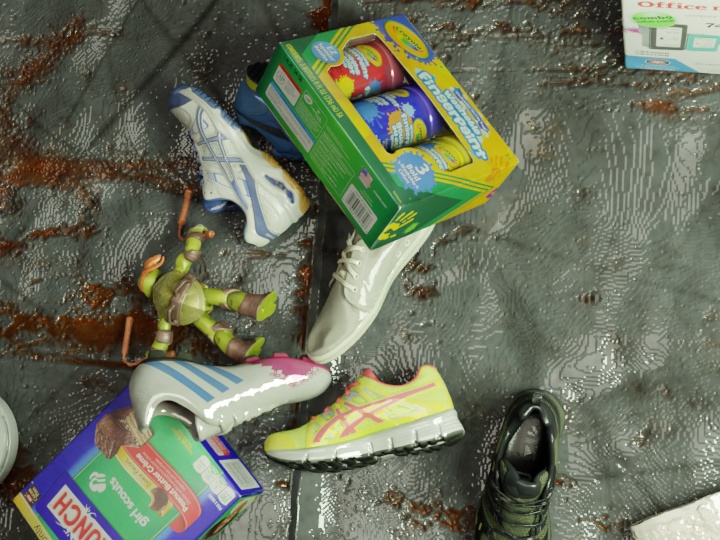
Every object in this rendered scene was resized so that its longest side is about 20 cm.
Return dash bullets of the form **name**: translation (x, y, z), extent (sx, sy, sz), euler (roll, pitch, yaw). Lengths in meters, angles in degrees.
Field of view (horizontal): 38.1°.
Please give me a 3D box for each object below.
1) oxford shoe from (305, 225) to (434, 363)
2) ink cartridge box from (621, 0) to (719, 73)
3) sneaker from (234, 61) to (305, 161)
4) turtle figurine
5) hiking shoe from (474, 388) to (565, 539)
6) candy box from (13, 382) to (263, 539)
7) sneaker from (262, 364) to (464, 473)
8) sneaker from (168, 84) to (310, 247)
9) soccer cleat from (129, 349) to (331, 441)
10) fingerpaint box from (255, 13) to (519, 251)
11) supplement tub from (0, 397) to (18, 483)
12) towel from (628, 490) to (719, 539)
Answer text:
- **oxford shoe**: translation (0.000, 0.000, 1.031), extent (0.200, 0.058, 0.075), euler (-56, 36, -2)
- **ink cartridge box**: translation (0.311, -0.273, 0.918), extent (0.146, 0.200, 0.147), euler (7, 85, 17)
- **sneaker**: translation (-0.040, -0.141, 1.080), extent (0.199, 0.066, 0.079), euler (27, 126, 8)
- **turtle figurine**: translation (-0.170, 0.024, 1.085), extent (0.161, 0.064, 0.201), euler (21, 89, 17)
- **hiking shoe**: translation (0.140, 0.207, 0.955), extent (0.075, 0.101, 0.201), euler (7, 85, 17)
- **candy box**: translation (-0.229, 0.231, 1.068), extent (0.200, 0.077, 0.169), euler (-45, 73, 7)
- **sneaker**: translation (-0.001, 0.144, 1.023), extent (0.199, 0.078, 0.091), euler (-13, 71, 8)
- **sneaker**: translation (-0.147, -0.110, 1.087), extent (0.088, 0.075, 0.200), euler (-45, 73, 0)
- **soccer cleat**: translation (-0.126, 0.129, 1.025), extent (0.199, 0.070, 0.087), euler (2, 59, -12)
- **fingerpaint box**: translation (0.027, -0.139, 0.997), extent (0.200, 0.166, 0.073), euler (55, 140, 16)
- **supplement tub**: translation (-0.463, 0.180, 1.076), extent (0.145, 0.200, 0.146), euler (-2, 82, 15)
- **towel**: translation (0.356, 0.254, 0.923), extent (0.199, 0.034, 0.133), euler (-24, 76, 12)
